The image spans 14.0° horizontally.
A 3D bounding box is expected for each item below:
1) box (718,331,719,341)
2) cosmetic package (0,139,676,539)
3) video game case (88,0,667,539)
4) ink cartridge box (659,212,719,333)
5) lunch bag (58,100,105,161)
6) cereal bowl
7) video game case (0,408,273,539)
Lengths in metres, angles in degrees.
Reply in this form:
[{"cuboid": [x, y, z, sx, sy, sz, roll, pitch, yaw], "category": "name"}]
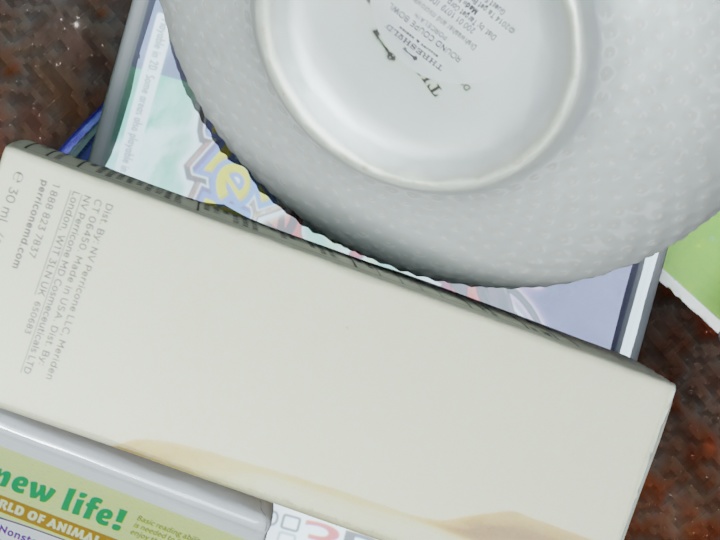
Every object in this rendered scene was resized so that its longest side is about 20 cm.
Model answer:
[{"cuboid": [0.225, 0.038, 0.916, 0.200, 0.060, 0.117, 36, 95, -22], "category": "box"}, {"cuboid": [-0.018, 0.029, 0.847, 0.199, 0.105, 0.071, 20, 92, -2], "category": "cosmetic package"}, {"cuboid": [0.000, 0.000, 0.909, 0.181, 0.023, 0.201, 15, 89, -4], "category": "video game case"}, {"cuboid": [0.199, -0.040, 0.978, 0.148, 0.076, 0.200, 41, 92, -5], "category": "ink cartridge box"}, {"cuboid": [-0.019, -0.011, 0.960, 0.161, 0.082, 0.200, 42, 88, -2], "category": "lunch bag"}, {"cuboid": [0.027, -0.081, 0.811, 0.199, 0.083, 0.201, 10, 119, 18], "category": "cereal bowl"}, {"cuboid": [-0.151, 0.113, 0.898, 0.199, 0.022, 0.183, 22, 110, -7], "category": "video game case"}]
